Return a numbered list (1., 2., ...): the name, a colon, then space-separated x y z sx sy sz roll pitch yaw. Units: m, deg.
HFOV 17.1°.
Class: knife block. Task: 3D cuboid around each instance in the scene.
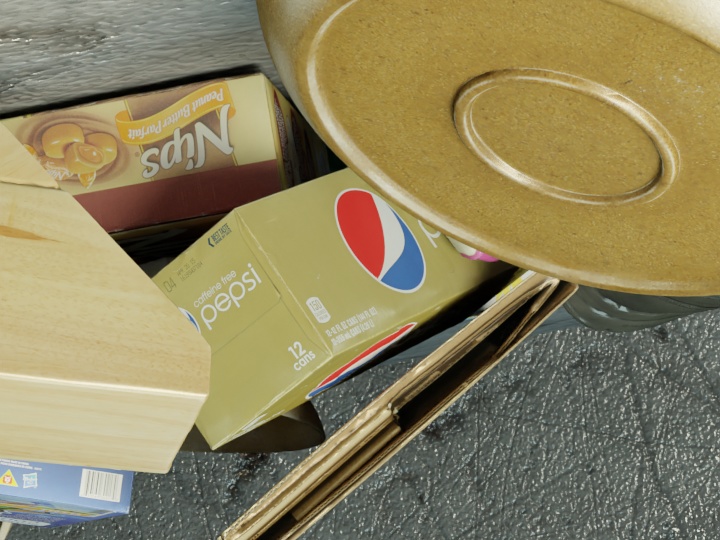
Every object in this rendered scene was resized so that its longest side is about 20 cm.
1. knife block: -0.171 0.021 0.740 0.176 0.200 0.064 -39 170 -30

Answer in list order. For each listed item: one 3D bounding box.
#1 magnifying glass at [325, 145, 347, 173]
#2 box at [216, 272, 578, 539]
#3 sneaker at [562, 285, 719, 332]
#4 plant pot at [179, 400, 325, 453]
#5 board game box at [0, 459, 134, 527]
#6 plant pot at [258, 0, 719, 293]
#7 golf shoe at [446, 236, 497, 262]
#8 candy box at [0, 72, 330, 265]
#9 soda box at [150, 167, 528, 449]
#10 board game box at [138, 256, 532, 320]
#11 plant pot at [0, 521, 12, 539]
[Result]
1. magnifying glass: 0.020 -0.055 1.076 0.079 0.022 0.200 0 169 -14
2. box: 0.008 0.065 0.962 0.163 0.021 0.200 -41 176 -9
3. sneaker: 0.176 -0.016 0.937 0.200 0.076 0.091 -14 180 -25
4. plant pot: -0.112 0.044 0.945 0.200 0.028 0.200 5 169 1
5. board game box: -0.205 0.073 0.979 0.200 0.035 0.135 11 168 -20
6. plant pot: 0.061 -0.046 0.674 0.200 0.028 0.200 16 153 9
7. golf shoe: 0.108 -0.060 0.866 0.200 0.092 0.075 -15 172 27
8. candy box: -0.077 -0.032 0.985 0.115 0.055 0.200 -11 174 5
9. soda box: 0.000 0.000 0.908 0.068 0.064 0.200 -38 173 31
10. board game box: -0.039 0.015 1.052 0.200 0.034 0.134 -4 175 -40
11. plant pot: -0.231 0.063 1.181 0.187 0.188 0.200 -11 -172 10
